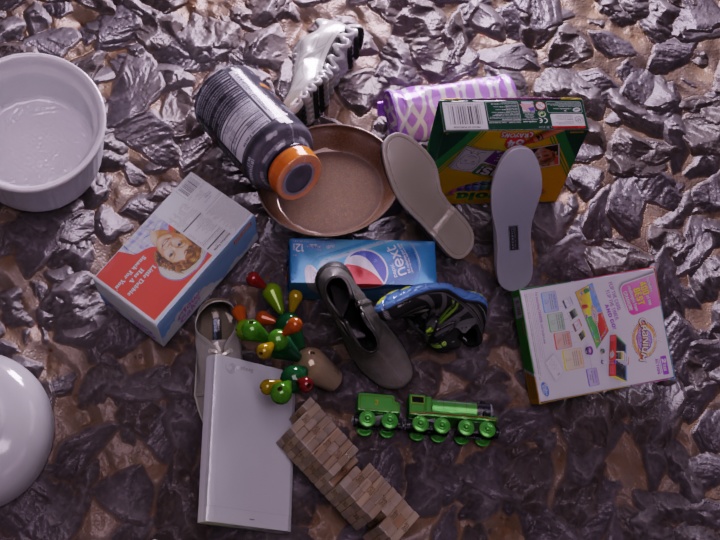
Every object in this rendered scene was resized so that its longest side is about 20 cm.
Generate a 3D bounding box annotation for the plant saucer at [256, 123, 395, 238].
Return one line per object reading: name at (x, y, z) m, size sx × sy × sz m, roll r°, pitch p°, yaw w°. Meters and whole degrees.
plant saucer at (-0.043, -0.115, 1.612) m, size 0.196 × 0.037 × 0.203 m, roll -2°, pitch 52°, yaw 2°

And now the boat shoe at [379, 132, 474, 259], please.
boat shoe at (0.078, -0.098, 1.583) m, size 0.073 × 0.062 × 0.201 m, roll -44°, pitch 115°, yaw -16°

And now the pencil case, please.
pencil case at (0.129, -0.233, 1.680) m, size 0.196 × 0.085 × 0.086 m, roll -8°, pitch 35°, yaw -13°

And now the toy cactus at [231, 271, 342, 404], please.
toy cactus at (-0.083, 0.096, 1.497) m, size 0.102 × 0.164 × 0.201 m, roll -43°, pitch 37°, yaw 14°

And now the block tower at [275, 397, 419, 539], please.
block tower at (-0.020, 0.256, 1.468) m, size 0.200 × 0.054 × 0.058 m, roll 48°, pitch 53°, yaw 4°

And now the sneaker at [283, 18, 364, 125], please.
sneaker at (-0.069, -0.283, 1.680) m, size 0.080 × 0.076 × 0.201 m, roll 24°, pitch 58°, yaw 11°

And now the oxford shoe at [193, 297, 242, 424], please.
oxford shoe at (-0.179, 0.127, 1.514) m, size 0.074 × 0.058 × 0.203 m, roll -5°, pitch 71°, yaw -11°

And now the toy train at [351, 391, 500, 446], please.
toy train at (0.085, 0.191, 1.535) m, size 0.196 × 0.042 × 0.057 m, roll 5°, pitch 58°, yaw -6°

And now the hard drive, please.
hard drive at (-0.139, 0.216, 1.464) m, size 0.131 × 0.026 × 0.204 m, roll 18°, pitch 65°, yaw -39°

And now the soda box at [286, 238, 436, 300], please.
soda box at (0.000, 0.000, 1.579) m, size 0.196 × 0.068 × 0.065 m, roll 0°, pitch 70°, yaw -8°

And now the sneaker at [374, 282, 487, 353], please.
sneaker at (0.100, 0.063, 1.529) m, size 0.198 × 0.070 × 0.084 m, roll 12°, pitch 71°, yaw -46°

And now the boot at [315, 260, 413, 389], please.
boot at (0.005, 0.085, 1.485) m, size 0.067 × 0.131 × 0.201 m, roll -34°, pitch 104°, yaw 2°

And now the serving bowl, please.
serving bowl at (-0.479, 0.190, 1.444) m, size 0.196 × 0.066 × 0.204 m, roll 3°, pitch 68°, yaw -6°

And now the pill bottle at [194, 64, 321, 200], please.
pill bottle at (-0.133, -0.179, 1.576) m, size 0.105 × 0.107 × 0.200 m, roll -30°, pitch 55°, yaw -17°

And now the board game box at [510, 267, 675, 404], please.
board game box at (0.312, 0.087, 1.584) m, size 0.196 × 0.040 × 0.156 m, roll -8°, pitch 84°, yaw -11°

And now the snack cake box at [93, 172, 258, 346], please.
snack cake box at (-0.239, -0.017, 1.544) m, size 0.114 × 0.067 × 0.201 m, roll 34°, pitch 68°, yaw 17°

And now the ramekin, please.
ramekin at (-0.436, -0.178, 1.572) m, size 0.197 × 0.098 × 0.204 m, roll 3°, pitch 68°, yaw -7°

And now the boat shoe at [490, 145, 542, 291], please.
boat shoe at (0.203, -0.073, 1.582) m, size 0.067 × 0.057 × 0.203 m, roll 0°, pitch 112°, yaw -3°

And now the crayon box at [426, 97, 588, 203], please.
crayon box at (0.191, -0.160, 1.608) m, size 0.196 × 0.173 × 0.059 m, roll -2°, pitch 59°, yaw -8°
